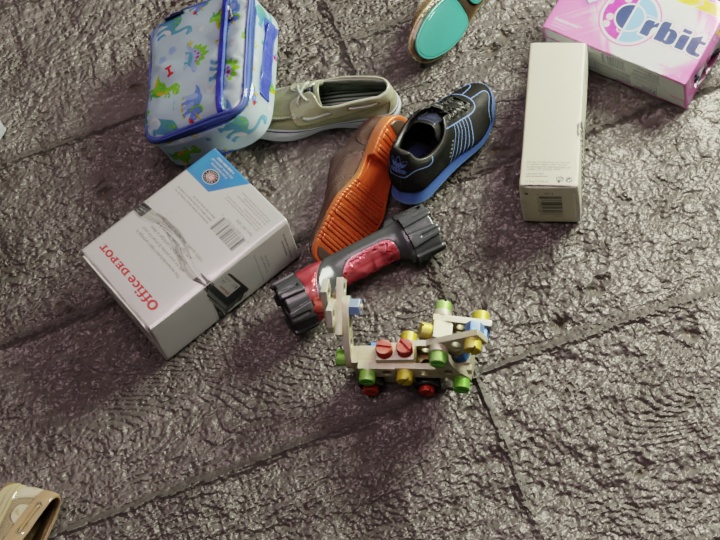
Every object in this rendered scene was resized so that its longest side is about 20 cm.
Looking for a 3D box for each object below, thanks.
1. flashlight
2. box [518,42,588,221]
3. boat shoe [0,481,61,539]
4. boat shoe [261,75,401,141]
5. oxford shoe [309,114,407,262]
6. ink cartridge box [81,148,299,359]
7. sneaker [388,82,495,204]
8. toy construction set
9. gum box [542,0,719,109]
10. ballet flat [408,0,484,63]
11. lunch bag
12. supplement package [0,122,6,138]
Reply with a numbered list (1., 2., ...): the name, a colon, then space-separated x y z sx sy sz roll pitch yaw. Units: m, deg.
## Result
1. flashlight: 0.000 0.000 1.581 0.199 0.068 0.068 -26 22 -9
2. box: 0.223 -0.159 1.618 0.068 0.082 0.201 2 63 12
3. boat shoe: -0.370 0.316 1.465 0.064 0.071 0.201 7 61 15
4. boat shoe: -0.052 -0.205 1.703 0.199 0.062 0.072 -6 60 8
5. oxford shoe: -0.010 -0.092 1.642 0.073 0.071 0.200 10 64 48
6. ink cartridge box: -0.194 -0.019 1.612 0.200 0.084 0.145 -38 61 -13
7. sneaker: 0.098 -0.165 1.630 0.070 0.078 0.200 21 54 22
8. toy construction set: 0.042 0.076 1.488 0.199 0.131 0.092 14 64 17
9. gum box: 0.331 -0.283 1.664 0.199 0.066 0.114 27 79 22
10. ballet flat: 0.112 -0.334 1.755 0.065 0.071 0.200 17 59 49
11. lunch bag: -0.178 -0.237 1.709 0.160 0.082 0.201 -13 57 26
12. supplement package: -0.564 -0.151 1.714 0.150 0.152 0.201 16 65 18
